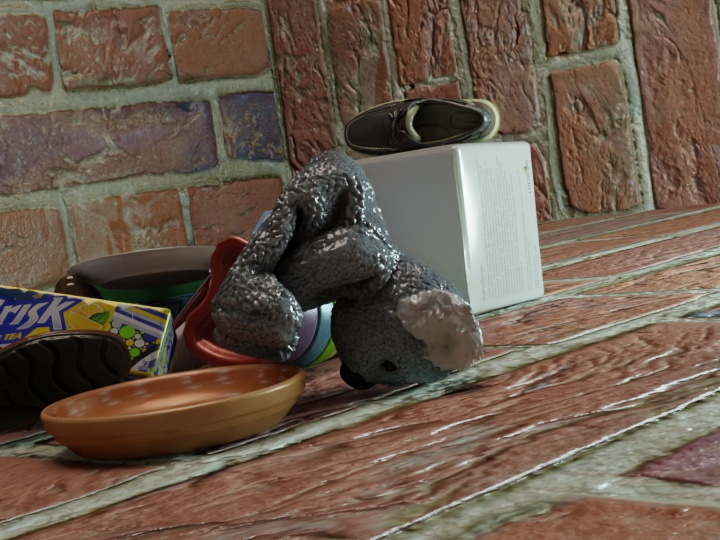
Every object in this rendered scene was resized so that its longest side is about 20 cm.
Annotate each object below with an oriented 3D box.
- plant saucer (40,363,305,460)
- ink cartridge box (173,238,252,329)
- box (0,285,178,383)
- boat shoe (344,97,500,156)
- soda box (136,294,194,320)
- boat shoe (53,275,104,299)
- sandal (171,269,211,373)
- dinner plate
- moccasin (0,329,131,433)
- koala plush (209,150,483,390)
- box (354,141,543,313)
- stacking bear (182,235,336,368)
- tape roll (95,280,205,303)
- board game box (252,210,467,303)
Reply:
[{"bbox_3d":[-0.139,0.107,0.979,0.200,0.037,0.200,-8,4,1],"label":"plant saucer"},{"bbox_3d":[-0.146,0.033,1.453,0.160,0.047,0.200,-50,-3,24],"label":"ink cartridge box"},{"bbox_3d":[-0.268,0.064,1.145,0.200,0.070,0.064,8,-30,4],"label":"box"},{"bbox_3d":[0.069,-0.182,1.595,0.201,0.072,0.066,-3,-2,18],"label":"boat shoe"},{"bbox_3d":[-0.240,0.067,1.596,0.068,0.064,0.200,-8,3,-1],"label":"soda box"},{"bbox_3d":[-0.315,0.054,1.493,0.075,0.075,0.202,-8,-16,-9],"label":"boat shoe"},{"bbox_3d":[-0.139,0.026,1.322,0.207,0.059,0.079,-36,-32,-4],"label":"sandal"},{"bbox_3d":[-0.230,0.000,1.467,0.200,0.024,0.200,-8,-6,-1],"label":"dinner plate"},{"bbox_3d":[-0.287,0.102,1.075,0.201,0.074,0.078,-26,-1,-3],"label":"moccasin"},{"bbox_3d":[0.006,0.021,1.049,0.200,0.184,0.177,31,-10,2],"label":"koala plush"},{"bbox_3d":[0.091,-0.047,1.566,0.199,0.200,0.171,-5,2,38],"label":"box"},{"bbox_3d":[-0.059,0.043,1.267,0.114,0.122,0.200,28,11,28],"label":"stacking bear"},{"bbox_3d":[-0.263,0.010,1.666,0.200,0.048,0.200,-9,2,0],"label":"tape roll"},{"bbox_3d":[0.000,0.000,1.384,0.200,0.037,0.151,36,-19,-27],"label":"board game box"}]
